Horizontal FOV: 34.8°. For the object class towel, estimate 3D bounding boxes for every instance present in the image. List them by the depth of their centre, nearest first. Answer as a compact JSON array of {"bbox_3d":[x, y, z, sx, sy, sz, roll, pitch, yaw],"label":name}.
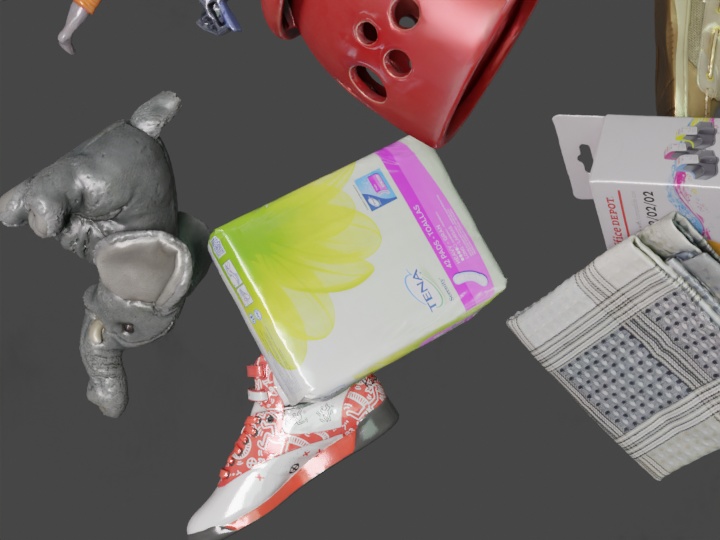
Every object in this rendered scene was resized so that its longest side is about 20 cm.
[{"bbox_3d":[0.234,0.068,0.894,0.193,0.200,0.035,47,47,-2],"label":"towel"}]

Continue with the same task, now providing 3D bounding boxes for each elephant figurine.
[{"bbox_3d":[-0.179,-0.007,0.918,0.142,0.155,0.200,-44,106,-41],"label":"elephant figurine"}]

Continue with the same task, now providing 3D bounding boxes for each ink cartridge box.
[{"bbox_3d":[0.244,-0.057,0.872,0.200,0.115,0.068,6,59,25],"label":"ink cartridge box"}]

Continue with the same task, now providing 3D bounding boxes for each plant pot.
[{"bbox_3d":[0.035,-0.218,0.868,0.182,0.200,0.201,29,91,6],"label":"plant pot"}]

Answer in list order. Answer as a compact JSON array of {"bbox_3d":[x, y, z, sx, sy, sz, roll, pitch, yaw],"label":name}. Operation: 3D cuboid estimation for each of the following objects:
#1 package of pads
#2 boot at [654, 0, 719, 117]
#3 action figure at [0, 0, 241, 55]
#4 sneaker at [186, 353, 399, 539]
[{"bbox_3d":[0.000,0.000,0.905,0.200,0.068,0.155,-27,87,-20],"label":"package of pads"},{"bbox_3d":[0.320,-0.166,0.929,0.155,0.073,0.200,0,84,2],"label":"boot"},{"bbox_3d":[-0.185,-0.256,0.911,0.193,0.105,0.200,-38,90,10],"label":"action figure"},{"bbox_3d":[-0.078,0.131,0.940,0.201,0.067,0.108,-34,91,-3],"label":"sneaker"}]
